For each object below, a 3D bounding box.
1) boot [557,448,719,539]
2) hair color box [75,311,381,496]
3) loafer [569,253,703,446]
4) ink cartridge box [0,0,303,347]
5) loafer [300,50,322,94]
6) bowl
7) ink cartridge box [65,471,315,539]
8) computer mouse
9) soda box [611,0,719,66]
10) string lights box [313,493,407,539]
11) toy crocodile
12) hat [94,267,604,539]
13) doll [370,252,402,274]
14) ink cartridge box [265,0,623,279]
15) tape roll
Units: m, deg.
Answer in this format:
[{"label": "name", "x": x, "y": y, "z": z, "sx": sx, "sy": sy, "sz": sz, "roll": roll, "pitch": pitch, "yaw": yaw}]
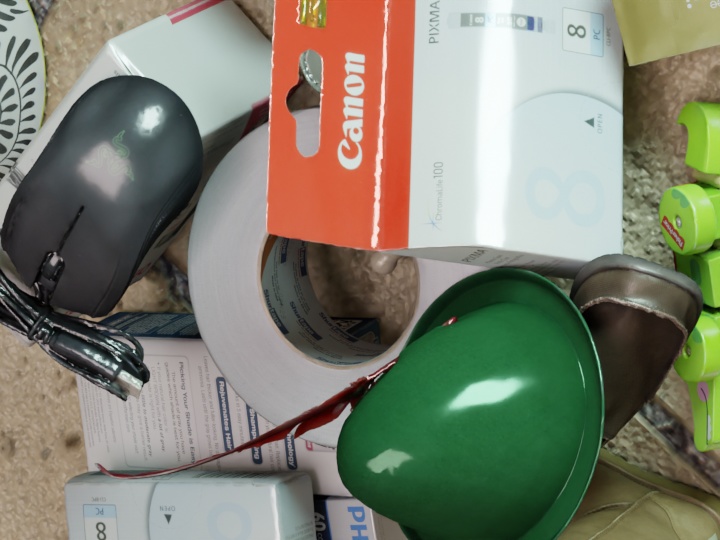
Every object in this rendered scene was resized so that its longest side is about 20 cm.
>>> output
[{"label": "boot", "x": 0.108, "y": 0.163, "z": 1.651, "sx": 0.174, "sy": 0.200, "sz": 0.067, "roll": 9, "pitch": 110, "yaw": 28}, {"label": "hair color box", "x": -0.081, "y": 0.083, "z": 1.821, "sx": 0.199, "sy": 0.060, "sz": 0.101, "roll": 2, "pitch": 106, "yaw": 30}, {"label": "loafer", "x": 0.137, "y": 0.062, "z": 1.606, "sx": 0.073, "sy": 0.071, "sz": 0.200, "roll": 18, "pitch": 147, "yaw": -2}, {"label": "ink cartridge box", "x": -0.146, "y": -0.062, "z": 1.763, "sx": 0.085, "sy": 0.146, "sz": 0.200, "roll": 47, "pitch": 122, "yaw": 6}, {"label": "loafer", "x": 0.030, "y": -0.166, "z": 1.674, "sx": 0.200, "sy": 0.070, "sz": 0.070, "roll": -42, "pitch": 82, "yaw": 32}, {"label": "bowl", "x": -0.312, "y": -0.129, "z": 1.871, "sx": 0.200, "sy": 0.094, "sz": 0.202, "roll": 9, "pitch": 108, "yaw": 28}, {"label": "ink cartridge box", "x": -0.101, "y": 0.226, "z": 1.787, "sx": 0.159, "sy": 0.047, "sz": 0.201, "roll": -2, "pitch": 93, "yaw": 30}, {"label": "computer mouse", "x": -0.157, "y": -0.022, "z": 1.668, "sx": 0.138, "sy": 0.053, "sz": 0.200, "roll": 33, "pitch": 121, "yaw": 7}, {"label": "soda box", "x": 0.235, "y": -0.166, "z": 1.556, "sx": 0.199, "sy": 0.068, "sz": 0.064, "roll": -12, "pitch": 99, "yaw": 32}, {"label": "string lights box", "x": -0.058, "y": 0.185, "z": 1.839, "sx": 0.199, "sy": 0.059, "sz": 0.103, "roll": -4, "pitch": 103, "yaw": 31}, {"label": "toy crocodile", "x": 0.203, "y": 0.004, "z": 1.630, "sx": 0.062, "sy": 0.067, "sz": 0.201, "roll": 22, "pitch": 121, "yaw": 60}, {"label": "hat", "x": 0.006, "y": 0.084, "z": 1.534, "sx": 0.166, "sy": 0.175, "sz": 0.201, "roll": 49, "pitch": 118, "yaw": 40}, {"label": "doll", "x": 0.069, "y": 0.000, "z": 1.715, "sx": 0.136, "sy": 0.048, "sz": 0.201, "roll": 5, "pitch": 108, "yaw": 28}, {"label": "ink cartridge box", "x": 0.050, "y": -0.087, "z": 1.590, "sx": 0.047, "sy": 0.199, "sz": 0.161, "roll": 150, "pitch": 125, "yaw": -64}, {"label": "tape roll", "x": 0.000, "y": 0.000, "z": 1.685, "sx": 0.199, "sy": 0.066, "sz": 0.202, "roll": 4, "pitch": 101, "yaw": 24}]
